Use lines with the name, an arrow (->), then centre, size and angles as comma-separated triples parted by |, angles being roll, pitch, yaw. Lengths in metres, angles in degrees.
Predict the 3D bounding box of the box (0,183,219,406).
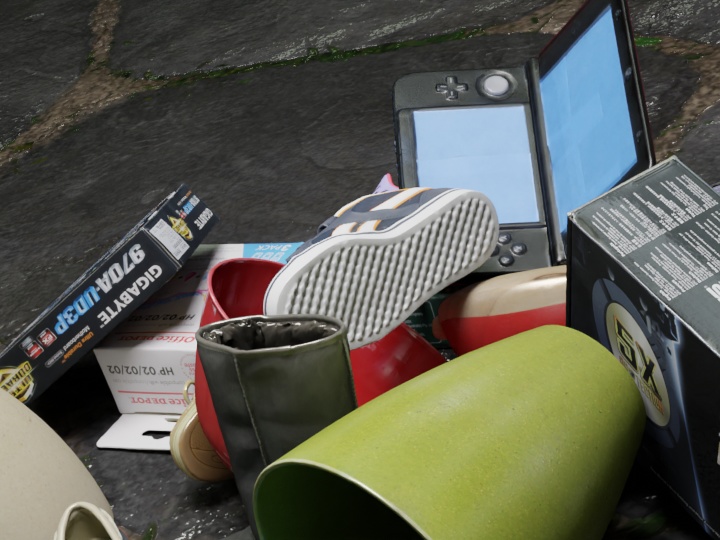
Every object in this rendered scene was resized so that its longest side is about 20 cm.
box -> -0.209, 0.025, 1.514 | 0.200, 0.046, 0.159 | -41, 6, 14

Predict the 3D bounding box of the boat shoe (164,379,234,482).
boat shoe -> -0.081, 0.094, 1.422 | 0.063, 0.073, 0.200 | -4, 21, 39

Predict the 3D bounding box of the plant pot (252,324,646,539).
plant pot -> 0.072, 0.126, 1.118 | 0.187, 0.187, 0.200 | 12, 42, 45

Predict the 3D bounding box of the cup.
cup -> -0.291, 0.153, 1.349 | 0.200, 0.143, 0.200 | -14, 28, 7

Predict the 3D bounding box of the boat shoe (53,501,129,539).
boat shoe -> -0.162, 0.223, 1.230 | 0.071, 0.063, 0.200 | -19, 28, -6

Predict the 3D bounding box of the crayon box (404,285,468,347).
crayon box -> 0.053, -0.010, 1.550 | 0.126, 0.052, 0.200 | -4, 29, 24

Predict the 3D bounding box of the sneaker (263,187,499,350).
sneaker -> 0.000, 0.000, 1.288 | 0.200, 0.078, 0.079 | -25, 20, -38

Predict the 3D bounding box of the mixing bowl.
mixing bowl -> -0.038, 0.089, 1.308 | 0.200, 0.108, 0.200 | 27, 19, -10

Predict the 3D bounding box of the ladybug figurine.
ladybug figurine -> 0.150, 0.040, 1.342 | 0.200, 0.072, 0.136 | -7, -12, 15

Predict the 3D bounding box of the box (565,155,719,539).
box -> 0.214, 0.060, 1.132 | 0.086, 0.164, 0.200 | -28, 51, -20

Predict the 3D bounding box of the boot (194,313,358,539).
boot -> -0.070, 0.127, 1.200 | 0.182, 0.200, 0.073 | -10, 31, 16

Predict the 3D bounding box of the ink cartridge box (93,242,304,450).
ink cartridge box -> -0.126, 0.057, 1.512 | 0.115, 0.068, 0.200 | -2, 31, 33

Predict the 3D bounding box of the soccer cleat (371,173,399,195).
soccer cleat -> 0.098, -0.022, 1.434 | 0.200, 0.067, 0.077 | 12, 58, 7

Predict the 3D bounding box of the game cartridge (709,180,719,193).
game cartridge -> 0.237, -0.038, 1.421 | 0.130, 0.038, 0.200 | -24, 1, -5

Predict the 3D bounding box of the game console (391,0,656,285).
game console -> 0.111, -0.103, 1.382 | 0.172, 0.119, 0.200 | -3, 53, 0
